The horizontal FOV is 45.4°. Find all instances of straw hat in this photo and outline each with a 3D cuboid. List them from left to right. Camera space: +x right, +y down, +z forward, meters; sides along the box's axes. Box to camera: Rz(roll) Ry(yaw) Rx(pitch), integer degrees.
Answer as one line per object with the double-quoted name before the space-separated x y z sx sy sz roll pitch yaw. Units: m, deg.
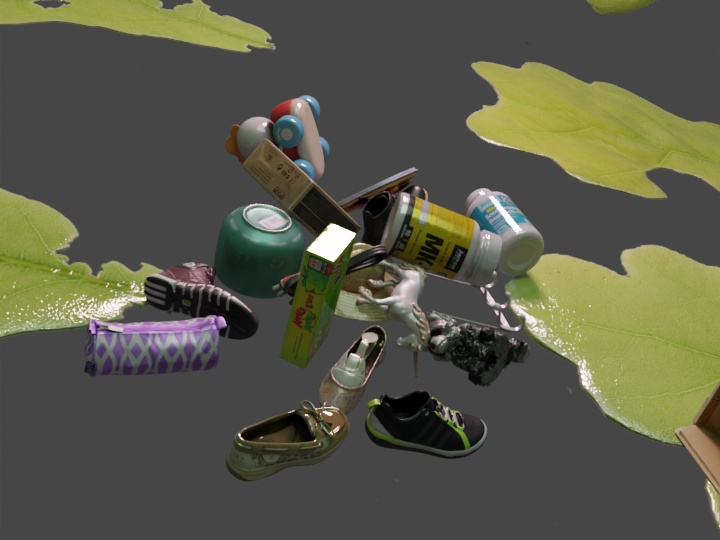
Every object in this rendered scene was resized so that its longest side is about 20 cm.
"straw hat" 0.000 0.000 1.530 0.198 0.086 0.202 12 32 -8

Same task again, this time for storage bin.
"storage bin" 0.618 0.241 1.355 0.092 0.202 0.200 4 34 -22

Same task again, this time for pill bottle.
"pill bottle" 0.143 -0.051 1.527 0.197 0.115 0.115 20 31 -6
"pill bottle" 0.288 -0.088 1.780 0.109 0.112 0.201 0 36 -25

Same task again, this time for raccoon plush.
"raccoon plush" 0.185 0.132 1.459 0.133 0.098 0.199 24 0 35

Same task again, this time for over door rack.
"over door rack" 0.192 0.045 1.575 0.197 0.067 0.148 3 34 -22

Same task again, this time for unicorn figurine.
"unicorn figurine" 0.063 0.053 1.423 0.135 0.074 0.202 18 57 8

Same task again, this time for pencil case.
"pencil case" -0.297 0.103 1.232 0.197 0.087 0.084 0 34 -28

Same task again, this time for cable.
"cable" -0.054 -0.003 1.411 0.051 0.198 0.097 61 7 27

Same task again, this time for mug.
"mug" -0.174 -0.052 1.498 0.149 0.116 0.186 6 34 -17

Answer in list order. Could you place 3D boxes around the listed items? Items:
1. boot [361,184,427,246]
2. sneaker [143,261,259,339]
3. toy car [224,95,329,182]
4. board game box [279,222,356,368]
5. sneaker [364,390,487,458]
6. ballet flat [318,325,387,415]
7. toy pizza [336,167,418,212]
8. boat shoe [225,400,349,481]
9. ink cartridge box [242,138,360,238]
"boot" 0.069 -0.122 1.633 0.077 0.139 0.201 23 57 19
"sneaker" -0.237 0.033 1.380 0.197 0.077 0.116 22 29 9
"toy car" -0.186 -0.259 1.809 0.197 0.179 0.185 -7 25 15
"board game box" -0.066 0.040 1.329 0.047 0.202 0.102 22 32 10
"sneaker" 0.102 0.219 1.251 0.197 0.084 0.072 5 34 -19
"ballet flat" -0.009 0.145 1.324 0.067 0.068 0.200 23 33 9
"toy pizza" 0.029 -0.152 1.724 0.199 0.199 0.032 -29 96 -49
"boat shoe" -0.090 0.224 1.169 0.198 0.063 0.073 -17 45 -42
"ink cartridge box" -0.111 -0.139 1.607 0.165 0.075 0.200 43 1 -44
